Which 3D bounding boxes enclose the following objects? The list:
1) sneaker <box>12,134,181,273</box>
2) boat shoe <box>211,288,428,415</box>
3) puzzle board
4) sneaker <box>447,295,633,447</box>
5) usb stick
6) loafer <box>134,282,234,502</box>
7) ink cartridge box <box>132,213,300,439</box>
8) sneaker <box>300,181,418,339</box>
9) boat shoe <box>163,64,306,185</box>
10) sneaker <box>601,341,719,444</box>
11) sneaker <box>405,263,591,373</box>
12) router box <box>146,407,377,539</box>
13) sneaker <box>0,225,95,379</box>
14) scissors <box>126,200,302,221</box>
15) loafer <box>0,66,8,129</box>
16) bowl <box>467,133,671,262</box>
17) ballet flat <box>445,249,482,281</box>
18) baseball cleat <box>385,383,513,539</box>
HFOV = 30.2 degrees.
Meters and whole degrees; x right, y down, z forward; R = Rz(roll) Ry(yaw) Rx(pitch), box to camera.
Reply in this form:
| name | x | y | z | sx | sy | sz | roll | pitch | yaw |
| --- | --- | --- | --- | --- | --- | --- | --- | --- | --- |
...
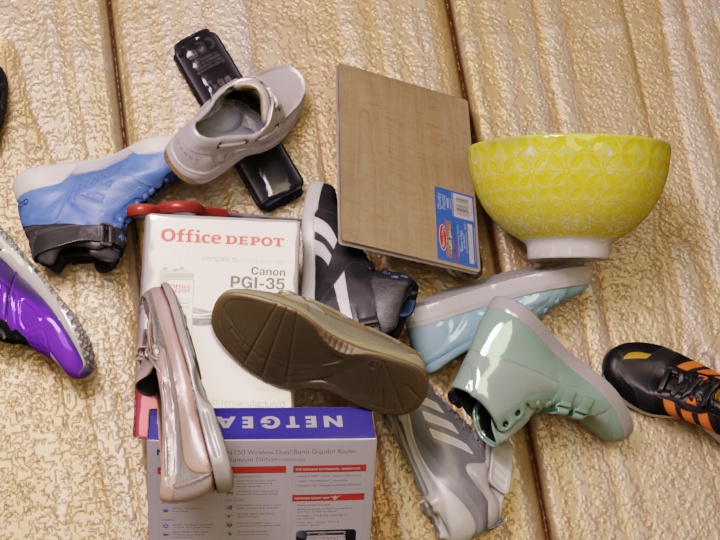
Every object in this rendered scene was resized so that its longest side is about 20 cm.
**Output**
| name | x | y | z | sx | sy | sz | roll | pitch | yaw |
| --- | --- | --- | --- | --- | --- | --- | --- | --- | --- |
| sneaker | -0.226 | -0.057 | 1.283 | 0.197 | 0.077 | 0.113 | -13 | 74 | -11 |
| boat shoe | -0.034 | 0.064 | 1.166 | 0.198 | 0.063 | 0.074 | 18 | 111 | -6 |
| puzzle board | 0.043 | -0.098 | 1.295 | 0.149 | 0.017 | 0.203 | 13 | 59 | -24 |
| sneaker | 0.165 | 0.130 | 1.254 | 0.200 | 0.073 | 0.119 | 41 | 72 | -21 |
| usb stick | -0.124 | -0.152 | 1.347 | 0.055 | 0.033 | 0.202 | -28 | 78 | -12 |
| loafer | -0.159 | 0.097 | 1.099 | 0.062 | 0.072 | 0.202 | -17 | 56 | -11 |
| ink cartridge box | -0.130 | 0.054 | 1.218 | 0.144 | 0.083 | 0.204 | 2 | 83 | -7 |
| sneaker | 0.000 | 0.000 | 1.271 | 0.110 | 0.074 | 0.202 | -2 | 52 | 2 |
| boat shoe | -0.105 | -0.153 | 1.284 | 0.071 | 0.069 | 0.200 | 42 | 45 | 1 |
| sneaker | 0.333 | 0.118 | 1.288 | 0.198 | 0.090 | 0.071 | 27 | 72 | 2 |
| sneaker | 0.139 | 0.048 | 1.307 | 0.197 | 0.074 | 0.083 | -15 | 97 | -11 |
| router box | -0.087 | 0.209 | 1.175 | 0.197 | 0.049 | 0.182 | 1 | 118 | -7 |
| sneaker | -0.334 | 0.040 | 1.251 | 0.099 | 0.070 | 0.200 | -40 | 77 | -9 |
| scissors | -0.135 | -0.053 | 1.281 | 0.072 | 0.199 | 0.014 | -8 | 84 | 37 |
| loafer | -0.400 | -0.122 | 1.287 | 0.070 | 0.068 | 0.203 | -6 | 54 | 32 |
| bowl | 0.200 | -0.064 | 1.284 | 0.197 | 0.200 | 0.110 | 0 | 87 | -7 |
| ballet flat | 0.059 | -0.073 | 1.338 | 0.046 | 0.067 | 0.202 | -35 | 79 | 25 |
| baseball cleat | 0.081 | 0.153 | 1.268 | 0.105 | 0.070 | 0.203 | -18 | 85 | -19 |
